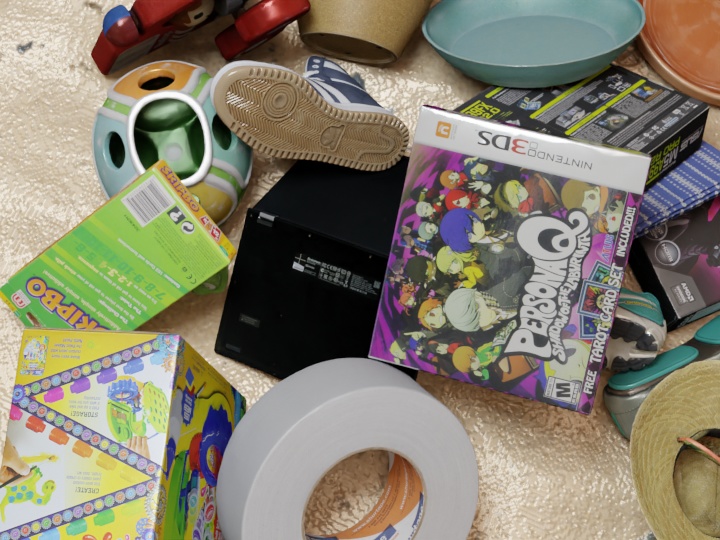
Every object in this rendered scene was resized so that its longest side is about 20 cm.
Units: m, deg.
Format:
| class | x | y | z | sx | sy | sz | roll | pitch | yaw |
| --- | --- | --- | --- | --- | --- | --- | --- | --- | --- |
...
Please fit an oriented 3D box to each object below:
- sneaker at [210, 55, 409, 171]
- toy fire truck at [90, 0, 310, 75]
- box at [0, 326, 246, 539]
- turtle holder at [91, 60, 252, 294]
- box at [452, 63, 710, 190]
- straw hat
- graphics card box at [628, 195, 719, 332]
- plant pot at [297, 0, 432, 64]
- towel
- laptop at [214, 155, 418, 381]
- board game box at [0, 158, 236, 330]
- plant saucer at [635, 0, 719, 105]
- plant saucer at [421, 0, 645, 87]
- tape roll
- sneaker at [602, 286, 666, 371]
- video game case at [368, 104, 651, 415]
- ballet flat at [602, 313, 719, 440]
| class | x | y | z | sx | sy | sz | roll | pitch | yaw |
| --- | --- | --- | --- | --- | --- | --- | --- | --- | --- |
| sneaker | -0.059 | -0.146 | 1.088 | 0.109 | 0.198 | 0.071 | 49 | 116 | 44 |
| toy fire truck | -0.148 | -0.227 | 1.093 | 0.167 | 0.200 | 0.113 | -32 | 99 | -15 |
| box | -0.175 | 0.164 | 0.954 | 0.120 | 0.200 | 0.195 | 2 | 73 | 10 |
| turtle holder | -0.162 | -0.083 | 1.071 | 0.139 | 0.132 | 0.188 | 14 | 88 | -7 |
| box | 0.178 | -0.115 | 1.086 | 0.159 | 0.045 | 0.199 | 30 | 46 | 31 |
| straw hat | 0.282 | 0.179 | 1.042 | 0.198 | 0.085 | 0.204 | 10 | 62 | -19 |
| graphics card box | 0.334 | -0.040 | 1.137 | 0.198 | 0.051 | 0.127 | -21 | 74 | -9 |
| plant pot | 0.008 | -0.296 | 1.144 | 0.184 | 0.186 | 0.203 | 12 | 87 | 0 |
| towel | 0.217 | -0.079 | 1.096 | 0.198 | 0.024 | 0.145 | -24 | 47 | -28 |
| laptop | 0.000 | 0.000 | 1.095 | 0.185 | 0.116 | 0.203 | 19 | 100 | 23 |
| board game box | -0.201 | 0.002 | 1.036 | 0.199 | 0.030 | 0.096 | -33 | 104 | 25 |
| plant saucer | 0.349 | -0.247 | 1.212 | 0.197 | 0.032 | 0.203 | 1 | 74 | -4 |
| plant saucer | 0.154 | -0.210 | 1.141 | 0.197 | 0.036 | 0.201 | -5 | 33 | 3 |
| tape roll | -0.009 | 0.172 | 0.984 | 0.198 | 0.066 | 0.203 | -9 | 111 | -24 |
| sneaker | 0.166 | 0.029 | 1.104 | 0.197 | 0.078 | 0.080 | 18 | 39 | 9 |
| video game case | 0.112 | -0.009 | 0.975 | 0.179 | 0.036 | 0.203 | 14 | 100 | 11 |
| ballet flat | 0.300 | 0.084 | 1.099 | 0.198 | 0.067 | 0.064 | -27 | 104 | -10 |
